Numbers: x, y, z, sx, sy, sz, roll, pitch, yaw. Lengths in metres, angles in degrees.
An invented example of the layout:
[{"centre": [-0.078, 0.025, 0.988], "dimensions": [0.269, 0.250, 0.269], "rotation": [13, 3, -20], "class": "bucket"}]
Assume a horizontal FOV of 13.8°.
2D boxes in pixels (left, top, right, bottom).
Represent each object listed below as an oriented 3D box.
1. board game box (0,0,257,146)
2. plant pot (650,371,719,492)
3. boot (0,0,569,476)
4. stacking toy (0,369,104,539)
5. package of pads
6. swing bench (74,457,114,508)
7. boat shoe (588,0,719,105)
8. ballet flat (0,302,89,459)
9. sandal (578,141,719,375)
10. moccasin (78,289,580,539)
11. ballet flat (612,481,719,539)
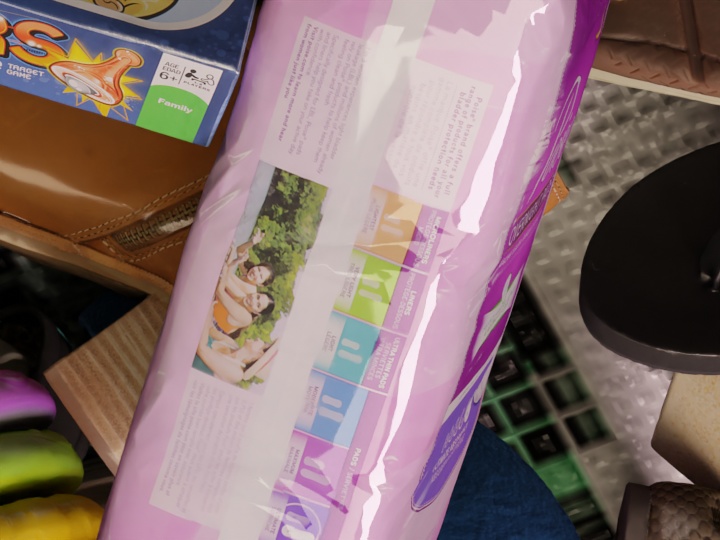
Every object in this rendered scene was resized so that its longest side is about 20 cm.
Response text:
[{"centre": [-0.077, -0.137, 0.723], "dimensions": [0.135, 0.200, 0.034], "rotation": [16, 148, -8], "class": "board game box"}, {"centre": [0.192, 0.039, 0.850], "dimensions": [0.200, 0.187, 0.188], "rotation": [20, 122, 6], "class": "plant pot"}, {"centre": [-0.051, -0.051, 0.850], "dimensions": [0.155, 0.074, 0.200], "rotation": [-36, 89, 0], "class": "boot"}, {"centre": [-0.113, 0.068, 0.819], "dimensions": [0.116, 0.110, 0.200], "rotation": [-33, 72, 42], "class": "stacking toy"}, {"centre": [0.000, 0.000, 0.741], "dimensions": [0.076, 0.121, 0.200], "rotation": [20, 108, 6], "class": "package of pads"}, {"centre": [-0.052, 0.178, 0.965], "dimensions": [0.200, 0.130, 0.199], "rotation": [9, 123, 3], "class": "swing bench"}, {"centre": [0.037, -0.090, 0.819], "dimensions": [0.202, 0.075, 0.075], "rotation": [25, 94, 12], "class": "boat shoe"}, {"centre": [-0.164, 0.062, 0.876], "dimensions": [0.068, 0.200, 0.068], "rotation": [32, 135, 31], "class": "ballet flat"}, {"centre": [0.151, -0.027, 0.785], "dimensions": [0.200, 0.075, 0.045], "rotation": [-15, 142, 0], "class": "sandal"}, {"centre": [-0.004, 0.069, 0.885], "dimensions": [0.080, 0.200, 0.068], "rotation": [-27, 139, -29], "class": "moccasin"}, {"centre": [0.095, 0.100, 0.889], "dimensions": [0.046, 0.067, 0.200], "rotation": [6, 164, 4], "class": "ballet flat"}]
